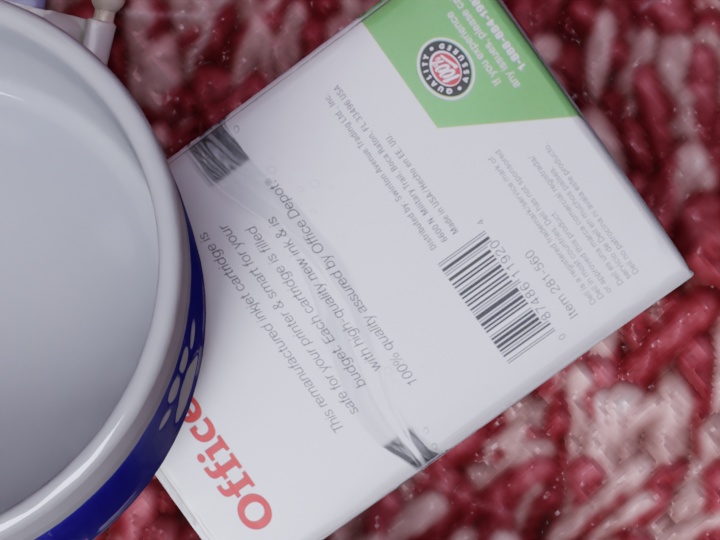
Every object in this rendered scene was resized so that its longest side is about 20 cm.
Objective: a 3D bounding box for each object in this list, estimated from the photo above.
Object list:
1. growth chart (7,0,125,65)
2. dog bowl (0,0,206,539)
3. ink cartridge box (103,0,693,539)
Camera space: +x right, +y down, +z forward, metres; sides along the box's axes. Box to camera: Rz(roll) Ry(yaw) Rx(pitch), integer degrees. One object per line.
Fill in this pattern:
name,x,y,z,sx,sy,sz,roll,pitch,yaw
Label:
growth chart,-0.189,-0.087,1.015,0.199,0.018,0.145,18,92,4
dog bowl,-0.154,0.009,0.888,0.199,0.079,0.201,-1,74,4
ink cartridge box,0.000,0.000,0.968,0.200,0.084,0.146,-35,88,6
